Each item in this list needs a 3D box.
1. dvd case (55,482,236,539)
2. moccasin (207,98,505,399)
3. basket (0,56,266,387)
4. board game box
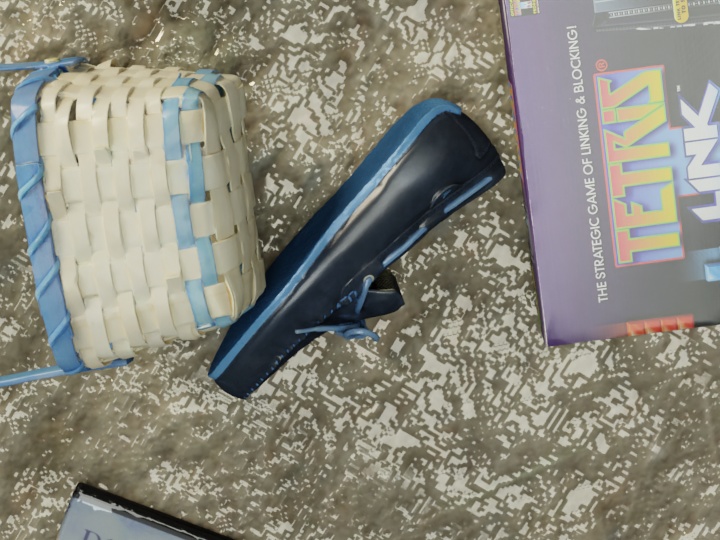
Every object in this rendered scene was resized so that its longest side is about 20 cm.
[{"bbox_3d":[-0.129,0.235,1.617,0.142,0.018,0.201,21,103,-4],"label":"dvd case"},{"bbox_3d":[0.000,0.000,1.526,0.068,0.081,0.200,40,102,-13],"label":"moccasin"},{"bbox_3d":[-0.155,-0.025,1.488,0.199,0.139,0.177,-4,101,8],"label":"basket"},{"bbox_3d":[0.166,-0.069,1.520,0.164,0.057,0.201,-8,104,1],"label":"board game box"}]
